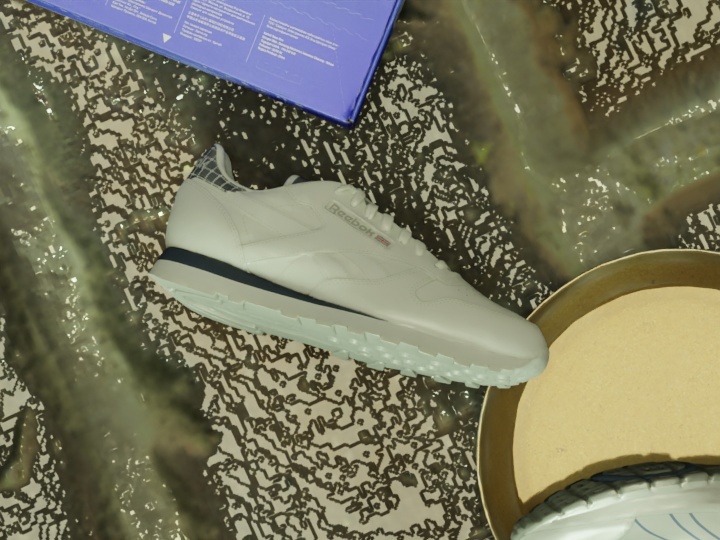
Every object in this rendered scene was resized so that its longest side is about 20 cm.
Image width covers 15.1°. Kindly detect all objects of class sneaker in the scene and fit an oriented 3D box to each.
[{"bbox_3d":[0.171,0.130,1.277,0.199,0.075,0.087,-5,93,2],"label":"sneaker"},{"bbox_3d":[0.000,0.000,1.305,0.200,0.076,0.081,18,75,9],"label":"sneaker"}]

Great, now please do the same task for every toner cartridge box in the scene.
[{"bbox_3d":[-0.078,-0.150,1.332,0.200,0.043,0.095,22,88,2],"label":"toner cartridge box"}]

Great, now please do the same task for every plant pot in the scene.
[{"bbox_3d":[0.156,0.090,1.326,0.200,0.027,0.201,0,89,1],"label":"plant pot"}]
